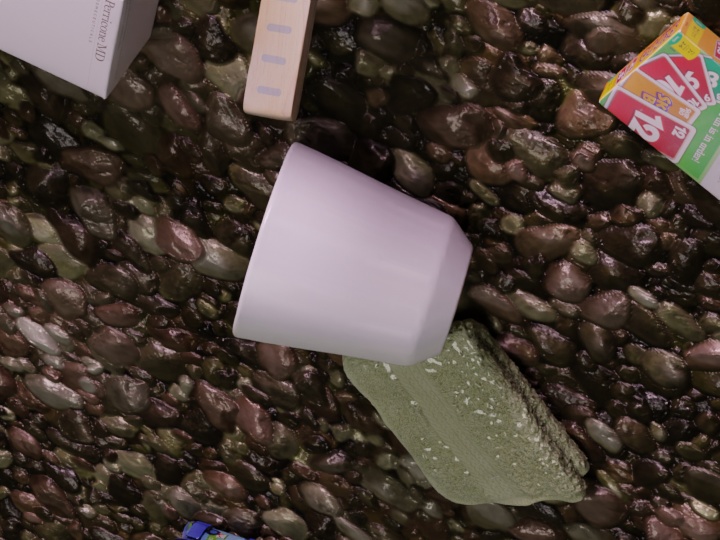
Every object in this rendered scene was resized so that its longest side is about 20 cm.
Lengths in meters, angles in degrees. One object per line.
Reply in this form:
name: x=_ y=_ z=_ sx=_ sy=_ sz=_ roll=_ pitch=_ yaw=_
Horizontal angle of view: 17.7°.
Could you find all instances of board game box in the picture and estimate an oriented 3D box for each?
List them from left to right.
board game box: x=0.263 y=-0.081 z=1.546 sx=0.199 sy=0.030 sz=0.095 roll=36 pitch=141 yaw=-11

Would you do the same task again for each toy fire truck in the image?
toy fire truck: x=-0.065 y=-0.202 z=1.476 sx=0.175 sy=0.201 sz=0.129 roll=-4 pitch=130 yaw=34

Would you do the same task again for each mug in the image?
mug: x=0.002 y=-0.006 z=1.724 sx=0.152 sy=0.187 sz=0.151 roll=17 pitch=107 yaw=1

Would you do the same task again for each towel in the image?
towel: x=0.085 y=0.120 z=1.853 sx=0.147 sy=0.037 sz=0.200 roll=-11 pitch=128 yaw=37

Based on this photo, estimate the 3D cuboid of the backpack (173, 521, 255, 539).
backpack: x=-0.092 y=0.340 z=2.119 sx=0.198 sy=0.135 sz=0.184 roll=13 pitch=138 yaw=20

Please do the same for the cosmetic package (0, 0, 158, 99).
cosmetic package: x=-0.245 y=-0.222 z=1.658 sx=0.199 sy=0.085 sz=0.108 roll=25 pitch=138 yaw=7
